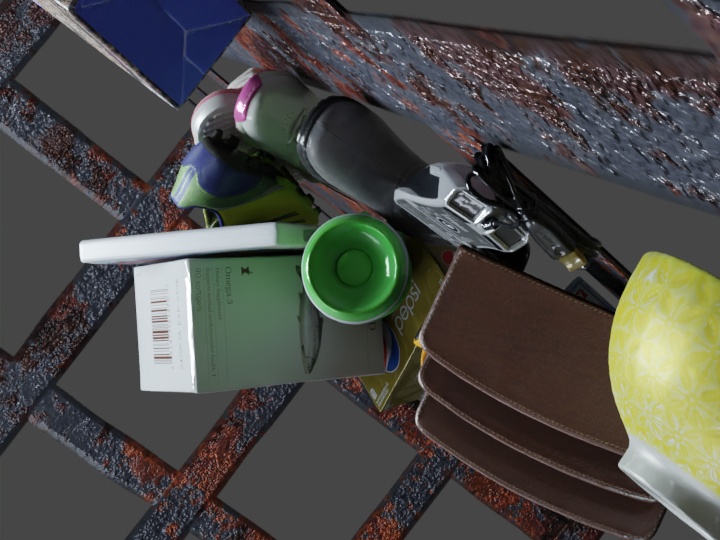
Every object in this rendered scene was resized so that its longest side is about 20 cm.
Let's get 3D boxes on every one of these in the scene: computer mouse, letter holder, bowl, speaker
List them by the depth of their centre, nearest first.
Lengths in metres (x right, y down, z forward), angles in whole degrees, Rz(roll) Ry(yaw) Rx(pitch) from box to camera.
[{"bbox_3d":[0.209,0.093,0.755,0.200,0.108,0.200,38,178,2],"label":"bowl"},{"bbox_3d":[0.081,-0.048,0.899,0.109,0.044,0.200,34,174,-21],"label":"computer mouse"},{"bbox_3d":[0.137,0.093,0.952,0.199,0.143,0.101,25,177,19],"label":"letter holder"},{"bbox_3d":[0.000,0.000,1.092,0.088,0.089,0.200,38,-179,3],"label":"speaker"}]

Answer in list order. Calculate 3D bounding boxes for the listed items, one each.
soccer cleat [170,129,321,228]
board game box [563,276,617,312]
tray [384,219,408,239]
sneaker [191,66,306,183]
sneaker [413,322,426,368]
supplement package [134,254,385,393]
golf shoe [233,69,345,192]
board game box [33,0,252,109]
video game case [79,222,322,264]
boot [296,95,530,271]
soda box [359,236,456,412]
[{"bbox_3d":[-0.104,-0.065,1.220,0.065,0.084,0.200,44,-172,27],"label":"soccer cleat"},{"bbox_3d":[0.204,0.074,1.114,0.200,0.062,0.200,42,179,-22],"label":"board game box"},{"bbox_3d":[0.076,0.036,1.360,0.037,0.098,0.201,-31,94,46],"label":"tray"},{"bbox_3d":[-0.115,-0.148,1.270,0.105,0.075,0.200,57,-164,21],"label":"sneaker"},{"bbox_3d":[0.090,0.091,1.176,0.078,0.077,0.201,35,154,39],"label":"sneaker"},{"bbox_3d":[-0.091,0.046,1.226,0.198,0.118,0.117,-3,178,-34],"label":"supplement package"},{"bbox_3d":[-0.038,-0.120,1.201,0.091,0.076,0.200,28,-179,29],"label":"golf shoe"},{"bbox_3d":[-0.207,-0.239,1.023,0.200,0.097,0.159,37,178,31],"label":"board game box"},{"bbox_3d":[-0.121,-0.022,1.213,0.198,0.023,0.182,-4,178,24],"label":"video game case"},{"bbox_3d":[0.050,-0.062,1.032,0.131,0.070,0.199,29,-179,41],"label":"boot"},{"bbox_3d":[0.057,0.042,1.242,0.068,0.064,0.201,57,143,27],"label":"soda box"}]
